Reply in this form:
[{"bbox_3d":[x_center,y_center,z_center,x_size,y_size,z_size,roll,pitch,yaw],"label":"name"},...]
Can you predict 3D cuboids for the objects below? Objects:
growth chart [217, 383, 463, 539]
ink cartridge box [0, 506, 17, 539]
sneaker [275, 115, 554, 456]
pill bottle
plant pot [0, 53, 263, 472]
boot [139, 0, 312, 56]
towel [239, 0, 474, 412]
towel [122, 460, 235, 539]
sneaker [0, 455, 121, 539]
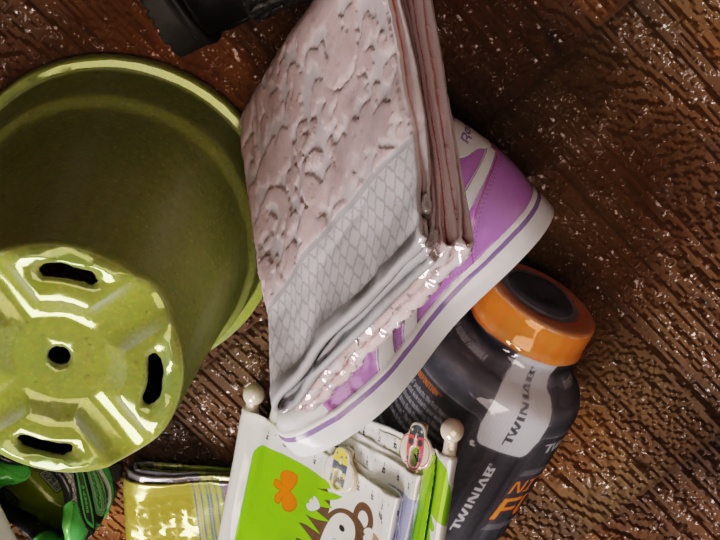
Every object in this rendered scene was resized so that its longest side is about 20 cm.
[{"bbox_3d":[-0.018,0.143,1.043,0.018,0.199,0.146,3,94,-43],"label":"growth chart"},{"bbox_3d":[-0.286,0.136,0.996,0.084,0.145,0.202,1,120,43],"label":"ink cartridge box"},{"bbox_3d":[0.000,0.000,0.991,0.114,0.073,0.201,41,89,-20],"label":"sneaker"},{"bbox_3d":[0.060,0.094,1.053,0.105,0.106,0.201,25,114,-9],"label":"pill bottle"},{"bbox_3d":[-0.147,0.008,0.979,0.198,0.185,0.202,1,116,2],"label":"plant pot"},{"bbox_3d":[-0.067,-0.222,0.922,0.157,0.080,0.212,-19,124,19],"label":"boot"},{"bbox_3d":[-0.011,-0.051,0.903,0.032,0.193,0.200,5,151,-25],"label":"towel"},{"bbox_3d":[-0.080,0.210,1.162,0.142,0.023,0.202,2,115,1],"label":"towel"},{"bbox_3d":[-0.224,0.089,1.077,0.078,0.085,0.200,-41,106,19],"label":"sneaker"}]
